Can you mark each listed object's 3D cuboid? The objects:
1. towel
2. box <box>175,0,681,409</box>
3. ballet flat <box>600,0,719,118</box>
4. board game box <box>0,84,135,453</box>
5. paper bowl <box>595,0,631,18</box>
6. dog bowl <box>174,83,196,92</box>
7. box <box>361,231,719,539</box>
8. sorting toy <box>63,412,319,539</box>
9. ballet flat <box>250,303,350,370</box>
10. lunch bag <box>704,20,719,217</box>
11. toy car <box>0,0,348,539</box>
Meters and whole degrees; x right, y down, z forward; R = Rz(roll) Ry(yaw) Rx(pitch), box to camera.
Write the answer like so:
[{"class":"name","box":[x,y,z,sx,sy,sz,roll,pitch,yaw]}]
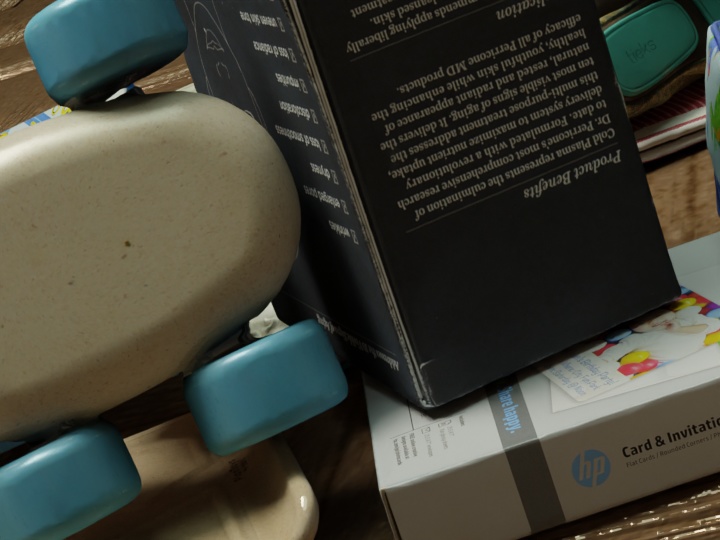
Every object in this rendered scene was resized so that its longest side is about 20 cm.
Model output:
[{"class":"towel","box":[0.133,-0.087,1.266,0.143,0.023,0.200,-21,19,-9]},{"class":"box","box":[0.014,-0.072,0.922,0.123,0.198,0.200,-21,16,-15]},{"class":"ballet flat","box":[0.172,-0.129,1.232,0.199,0.071,0.070,-30,20,-38]},{"class":"board game box","box":[-0.189,0.011,1.127,0.195,0.056,0.201,-24,34,11]},{"class":"paper bowl","box":[0.114,-0.178,1.254,0.200,0.201,0.104,-32,64,-33]},{"class":"dog bowl","box":[-0.063,-0.067,1.332,0.199,0.074,0.200,-18,18,6]},{"class":"box","box":[0.101,0.042,0.877,0.199,0.041,0.156,-18,17,3]},{"class":"sorting toy","box":[-0.117,0.120,0.903,0.199,0.037,0.185,-26,18,-5]},{"class":"ballet flat","box":[0.000,0.000,1.076,0.199,0.072,0.072,-29,20,-25]},{"class":"lunch bag","box":[0.242,-0.065,0.912,0.198,0.083,0.161,-2,18,5]},{"class":"toy car","box":[-0.110,-0.001,0.936,0.176,0.185,0.200,-26,-1,-3]}]
